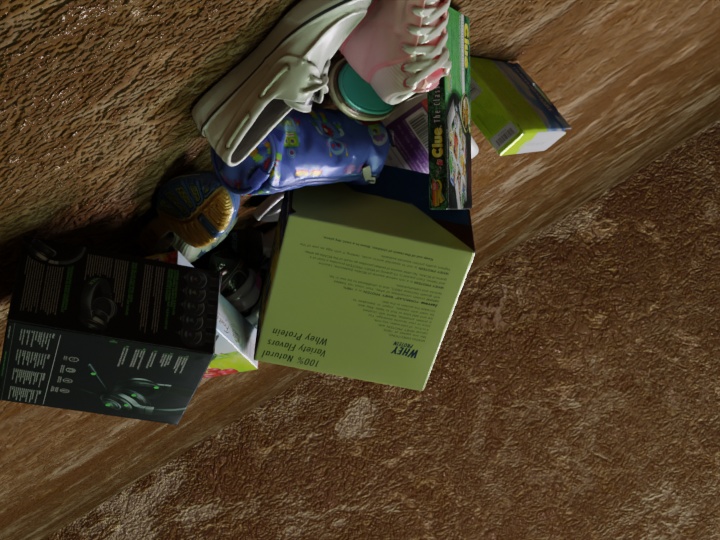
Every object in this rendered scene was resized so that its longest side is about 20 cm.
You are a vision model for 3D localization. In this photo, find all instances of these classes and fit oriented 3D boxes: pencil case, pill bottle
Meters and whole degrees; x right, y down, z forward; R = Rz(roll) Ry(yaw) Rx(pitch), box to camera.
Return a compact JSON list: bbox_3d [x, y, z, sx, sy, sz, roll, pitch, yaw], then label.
[{"bbox_3d":[-0.052,-0.116,1.109,0.200,0.087,0.078,-10,148,-51],"label":"pencil case"},{"bbox_3d":[0.027,-0.126,1.314,0.200,0.112,0.111,-34,171,7],"label":"pill bottle"}]

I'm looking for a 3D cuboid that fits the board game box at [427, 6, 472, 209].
[{"bbox_3d":[0.090,-0.162,1.143,0.023,0.201,0.105,0,-177,22],"label":"board game box"}]

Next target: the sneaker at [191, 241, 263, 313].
[{"bbox_3d":[-0.213,0.009,1.289,0.199,0.087,0.081,-14,-144,17],"label":"sneaker"}]

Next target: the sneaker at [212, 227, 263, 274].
[{"bbox_3d":[-0.182,-0.012,1.382,0.079,0.076,0.200,4,162,-23],"label":"sneaker"}]

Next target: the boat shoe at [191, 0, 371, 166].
[{"bbox_3d":[-0.059,-0.165,0.960,0.200,0.066,0.072,-37,170,20],"label":"boat shoe"}]

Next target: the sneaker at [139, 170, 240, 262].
[{"bbox_3d":[-0.161,-0.063,1.158,0.088,0.075,0.200,-37,-177,-33],"label":"sneaker"}]

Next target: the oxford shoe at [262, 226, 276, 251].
[{"bbox_3d":[-0.099,-0.040,1.517,0.075,0.058,0.199,3,-175,45],"label":"oxford shoe"}]

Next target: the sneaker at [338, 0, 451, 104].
[{"bbox_3d":[0.055,-0.218,0.963,0.075,0.105,0.200,-24,166,-36],"label":"sneaker"}]

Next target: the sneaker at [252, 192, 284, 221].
[{"bbox_3d":[-0.040,-0.071,1.407,0.200,0.099,0.071,-22,168,-46],"label":"sneaker"}]

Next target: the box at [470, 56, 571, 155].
[{"bbox_3d":[0.185,-0.206,1.411,0.048,0.122,0.200,-42,168,25],"label":"box"}]

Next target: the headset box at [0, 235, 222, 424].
[{"bbox_3d":[-0.237,0.064,1.086,0.199,0.093,0.174,10,147,-15],"label":"headset box"}]

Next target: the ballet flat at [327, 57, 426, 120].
[{"bbox_3d":[0.014,-0.185,1.139,0.069,0.070,0.200,-40,170,37],"label":"ballet flat"}]

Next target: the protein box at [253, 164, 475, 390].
[{"bbox_3d":[0.000,0.000,1.243,0.135,0.198,0.201,-89,-167,-53],"label":"protein box"}]

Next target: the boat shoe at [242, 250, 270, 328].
[{"bbox_3d":[-0.101,0.004,1.399,0.073,0.062,0.201,-8,-131,38],"label":"boat shoe"}]

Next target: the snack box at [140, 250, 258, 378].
[{"bbox_3d":[-0.213,0.058,1.217,0.142,0.053,0.200,-12,148,16],"label":"snack box"}]
